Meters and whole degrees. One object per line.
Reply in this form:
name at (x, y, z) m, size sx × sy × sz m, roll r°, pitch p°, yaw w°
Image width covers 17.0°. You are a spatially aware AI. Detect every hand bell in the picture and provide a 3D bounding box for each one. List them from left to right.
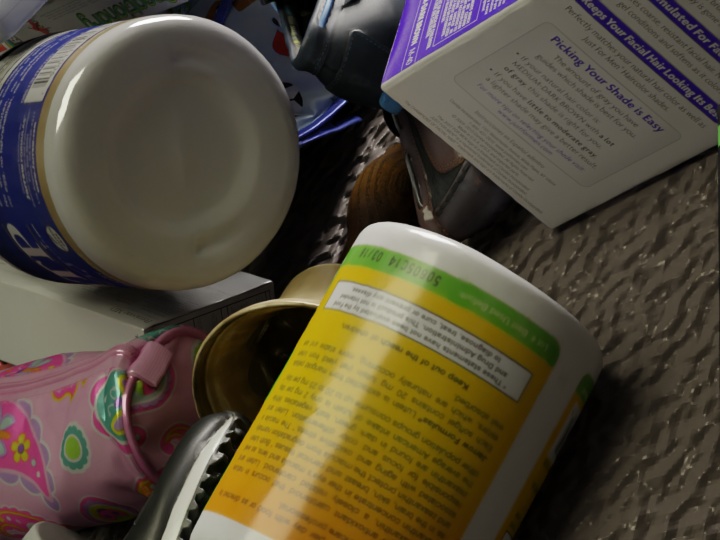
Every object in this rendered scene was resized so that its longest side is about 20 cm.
hand bell at (0.000, 0.000, 1.104) m, size 0.104 × 0.104 × 0.201 m, roll -36°, pitch 19°, yaw 33°

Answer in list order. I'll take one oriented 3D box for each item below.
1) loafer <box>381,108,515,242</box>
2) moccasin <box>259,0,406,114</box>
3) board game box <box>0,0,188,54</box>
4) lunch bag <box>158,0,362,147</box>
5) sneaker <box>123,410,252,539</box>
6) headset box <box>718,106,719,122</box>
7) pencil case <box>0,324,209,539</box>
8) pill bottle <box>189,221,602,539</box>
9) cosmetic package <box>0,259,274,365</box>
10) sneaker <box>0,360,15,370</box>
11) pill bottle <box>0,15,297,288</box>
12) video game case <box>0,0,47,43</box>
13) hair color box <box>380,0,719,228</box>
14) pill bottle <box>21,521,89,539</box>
loafer at (0.029, -0.080, 1.145) m, size 0.063 × 0.072 × 0.200 m, roll -50°, pitch 29°, yaw 16°
moccasin at (-0.017, -0.150, 1.129) m, size 0.081 × 0.068 × 0.200 m, roll -65°, pitch 25°, yaw 24°
board game box at (-0.119, -0.179, 1.273) m, size 0.199 × 0.035 × 0.127 m, roll -10°, pitch 43°, yaw 56°
lunch bag at (-0.074, -0.114, 1.297) m, size 0.169 × 0.124 × 0.201 m, roll -19°, pitch 35°, yaw 48°
sneaker at (-0.103, 0.144, 0.979) m, size 0.089 × 0.070 × 0.201 m, roll 6°, pitch 65°, yaw 29°
headset box at (0.201, -0.010, 0.724) m, size 0.174 × 0.093 × 0.201 m, roll -34°, pitch 32°, yaw 35°
pencil case at (-0.146, 0.079, 1.118) m, size 0.199 × 0.087 × 0.088 m, roll -11°, pitch 48°, yaw 40°
pill bottle at (0.002, 0.093, 0.933) m, size 0.201 × 0.111 × 0.111 m, roll -60°, pitch 27°, yaw -12°
cosmetic package at (-0.135, 0.021, 1.223) m, size 0.199 × 0.082 × 0.051 m, roll 16°, pitch 116°, yaw 47°
sneaker at (-0.136, 0.094, 1.237) m, size 0.200 × 0.073 × 0.088 m, roll 20°, pitch 109°, yaw 55°
pill bottle at (-0.123, -0.053, 1.129) m, size 0.120 × 0.119 × 0.200 m, roll -61°, pitch 25°, yaw -13°
video game case at (-0.162, -0.165, 1.220) m, size 0.182 × 0.022 × 0.200 m, roll -14°, pitch 31°, yaw 54°
hair color box at (0.115, -0.103, 0.978) m, size 0.199 × 0.109 × 0.065 m, roll -27°, pitch 36°, yaw 43°
pill bottle at (-0.167, 0.217, 1.063) m, size 0.201 × 0.119 × 0.120 m, roll -53°, pitch 26°, yaw 3°
